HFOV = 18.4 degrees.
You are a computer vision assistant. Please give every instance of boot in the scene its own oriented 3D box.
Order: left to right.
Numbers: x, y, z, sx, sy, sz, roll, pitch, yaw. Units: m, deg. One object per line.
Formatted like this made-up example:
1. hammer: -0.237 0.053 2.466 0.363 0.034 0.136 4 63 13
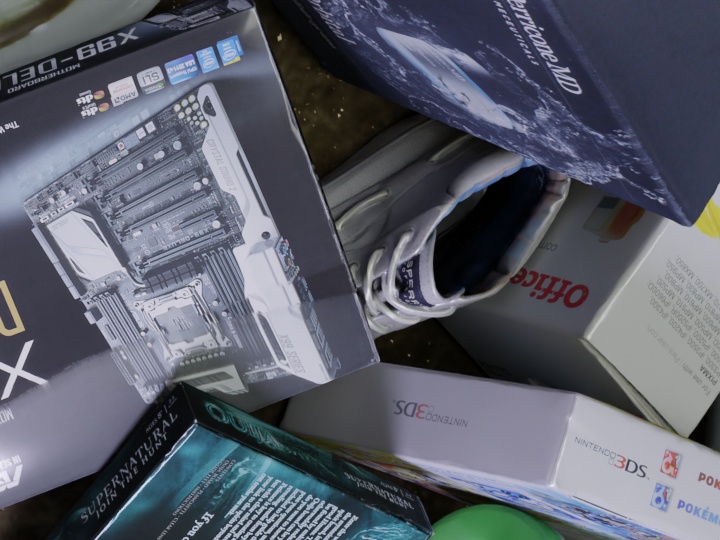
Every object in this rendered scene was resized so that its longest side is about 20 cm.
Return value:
1. boot: 0.000 0.000 0.965 0.200 0.095 0.074 -42 118 -19

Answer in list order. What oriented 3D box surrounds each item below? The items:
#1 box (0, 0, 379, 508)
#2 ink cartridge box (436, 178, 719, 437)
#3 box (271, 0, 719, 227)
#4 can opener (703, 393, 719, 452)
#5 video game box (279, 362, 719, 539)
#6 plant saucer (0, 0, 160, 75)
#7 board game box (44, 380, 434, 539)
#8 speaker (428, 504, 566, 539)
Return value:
1. box: -0.111 -0.004 0.881 0.199 0.050 0.159 -20 111 -3
2. ink cartridge box: 0.136 -0.034 1.015 0.083 0.145 0.200 43 75 -30
3. box: 0.051 -0.138 0.873 0.118 0.199 0.197 -59 147 -10
4. can opener: 0.189 0.140 1.102 0.067 0.052 0.201 64 31 -62
5. video game box: 0.091 0.090 0.979 0.182 0.200 0.047 21 81 -34
6. plant saucer: -0.160 -0.134 0.819 0.199 0.200 0.050 -2 58 -32
7. board game box: -0.081 0.147 0.926 0.135 0.028 0.200 29 112 -35
8. speaker: 0.085 0.179 1.022 0.089 0.088 0.200 -54 146 -12
